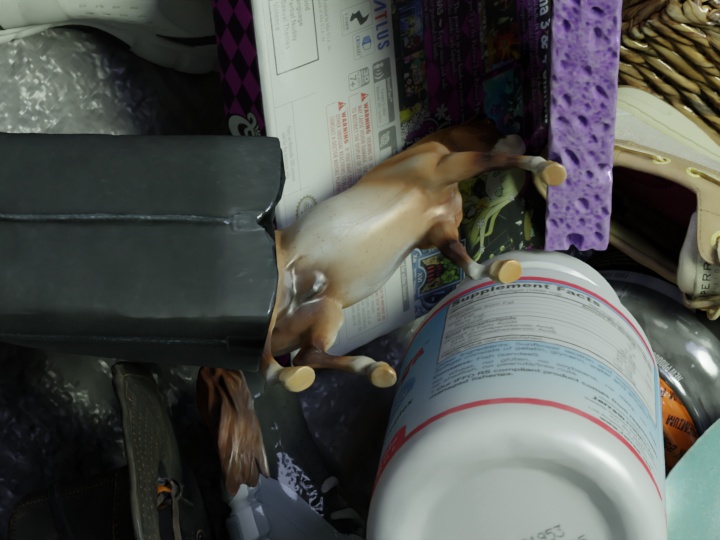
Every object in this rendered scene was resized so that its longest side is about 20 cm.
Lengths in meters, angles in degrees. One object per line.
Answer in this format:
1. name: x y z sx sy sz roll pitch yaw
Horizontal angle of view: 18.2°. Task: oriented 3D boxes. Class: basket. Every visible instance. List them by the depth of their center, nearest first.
1. basket: 0.222 -0.120 1.184 0.200 0.143 0.149 37 53 -20

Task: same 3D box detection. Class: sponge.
1. sponge: 0.091 -0.113 0.913 0.030 0.200 0.112 1 49 5

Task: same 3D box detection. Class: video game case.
1. video game case: 0.021 -0.076 0.994 0.181 0.036 0.200 -26 124 -33

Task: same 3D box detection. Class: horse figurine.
1. horse figurine: 0.000 0.000 0.909 0.200 0.133 0.050 -41 117 -11

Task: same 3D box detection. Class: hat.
1. hat: -0.094 0.138 0.855 0.081 0.201 0.201 -16 78 1

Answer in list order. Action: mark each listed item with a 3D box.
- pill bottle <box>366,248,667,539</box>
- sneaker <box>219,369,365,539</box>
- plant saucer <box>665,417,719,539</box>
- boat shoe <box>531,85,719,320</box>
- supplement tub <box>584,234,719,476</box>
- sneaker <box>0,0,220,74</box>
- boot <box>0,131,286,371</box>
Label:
1. pill bottle: 0.065 0.065 0.889 0.109 0.109 0.200 47 19 -12
2. sneaker: 0.013 0.129 0.924 0.075 0.115 0.200 25 53 -78
3. plant saucer: 0.138 0.148 0.974 0.036 0.200 0.200 31 44 22
4. boat shoe: 0.162 -0.011 0.991 0.200 0.074 0.066 30 49 33
5. supplement tub: 0.158 0.031 1.082 0.123 0.122 0.200 54 49 -6
6. sneaker: -0.116 -0.138 0.972 0.200 0.080 0.074 3 71 -35
7. boot: -0.127 -0.047 0.865 0.199 0.066 0.165 2 70 2
